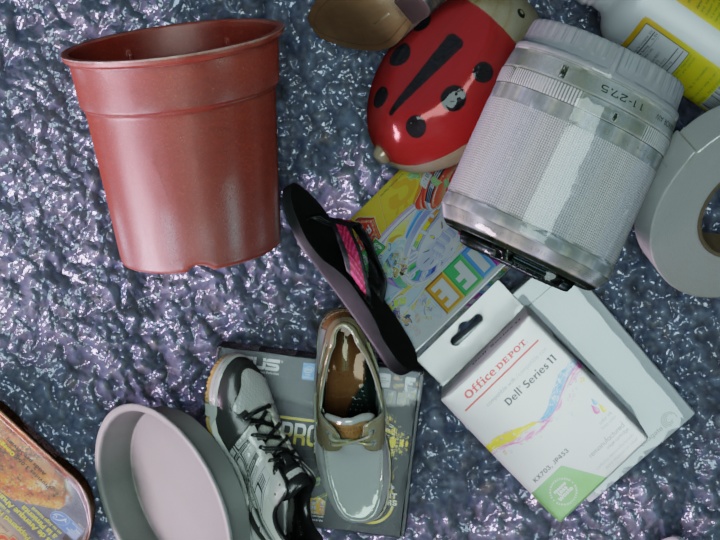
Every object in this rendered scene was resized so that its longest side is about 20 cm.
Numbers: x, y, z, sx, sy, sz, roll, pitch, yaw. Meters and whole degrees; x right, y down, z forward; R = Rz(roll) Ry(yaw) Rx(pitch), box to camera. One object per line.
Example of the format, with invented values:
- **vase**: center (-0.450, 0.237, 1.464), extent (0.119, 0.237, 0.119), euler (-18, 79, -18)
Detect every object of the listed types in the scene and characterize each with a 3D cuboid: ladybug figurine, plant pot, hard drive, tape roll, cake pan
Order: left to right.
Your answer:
- **cake pan**: center (-0.171, 0.212, 1.727), extent (0.037, 0.199, 0.202), euler (-23, 98, -39)
- **plant pot**: center (-0.155, -0.110, 1.674), extent (0.199, 0.201, 0.197), euler (-6, 106, 2)
- **ladybug figurine**: center (0.079, -0.176, 1.688), extent (0.135, 0.072, 0.200), euler (38, 88, 23)
- **hard drive**: center (0.201, 0.100, 1.765), extent (0.132, 0.027, 0.200), euler (-41, 95, 6)
- **tape roll**: center (0.341, -0.065, 1.677), extent (0.201, 0.037, 0.204), euler (-13, 131, -15)

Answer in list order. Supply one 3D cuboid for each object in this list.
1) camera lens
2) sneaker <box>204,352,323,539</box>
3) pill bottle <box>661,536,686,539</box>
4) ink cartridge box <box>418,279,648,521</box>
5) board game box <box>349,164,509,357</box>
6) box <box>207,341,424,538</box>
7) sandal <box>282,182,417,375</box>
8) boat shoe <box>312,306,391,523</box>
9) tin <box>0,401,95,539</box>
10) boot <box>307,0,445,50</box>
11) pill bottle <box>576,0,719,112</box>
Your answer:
- **camera lens**: center (0.172, -0.094, 1.609), extent (0.159, 0.160, 0.201), euler (24, 90, -2)
- **sneaker**: center (-0.078, 0.170, 1.694), extent (0.087, 0.075, 0.202), euler (-1, 107, 45)
- **pill bottle**: center (0.328, 0.356, 1.751), extent (0.114, 0.114, 0.200), euler (-44, 95, 6)
- **ink cartridge box**: center (0.153, 0.116, 1.721), extent (0.117, 0.067, 0.200), euler (-45, 93, 7)
- **board game box**: center (0.077, -0.038, 1.727), extent (0.200, 0.034, 0.135), euler (-45, 77, 6)
- **box**: center (-0.046, 0.159, 1.768), extent (0.198, 0.049, 0.163), euler (8, 94, 1)
- **sandal**: center (0.000, 0.000, 1.687), extent (0.045, 0.075, 0.201), euler (-37, 85, 24)
- **boat shoe**: center (-0.012, 0.136, 1.707), extent (0.074, 0.068, 0.202), euler (-8, 96, 2)
- **tin**: center (-0.341, 0.202, 1.789), extent (0.200, 0.042, 0.112), euler (43, 93, -4)
- **boot**: center (0.054, -0.274, 1.686), extent (0.070, 0.199, 0.147), euler (52, 61, -26)
- **pill bottle**: center (0.287, -0.222, 1.681), extent (0.199, 0.104, 0.105), euler (34, 97, -3)
